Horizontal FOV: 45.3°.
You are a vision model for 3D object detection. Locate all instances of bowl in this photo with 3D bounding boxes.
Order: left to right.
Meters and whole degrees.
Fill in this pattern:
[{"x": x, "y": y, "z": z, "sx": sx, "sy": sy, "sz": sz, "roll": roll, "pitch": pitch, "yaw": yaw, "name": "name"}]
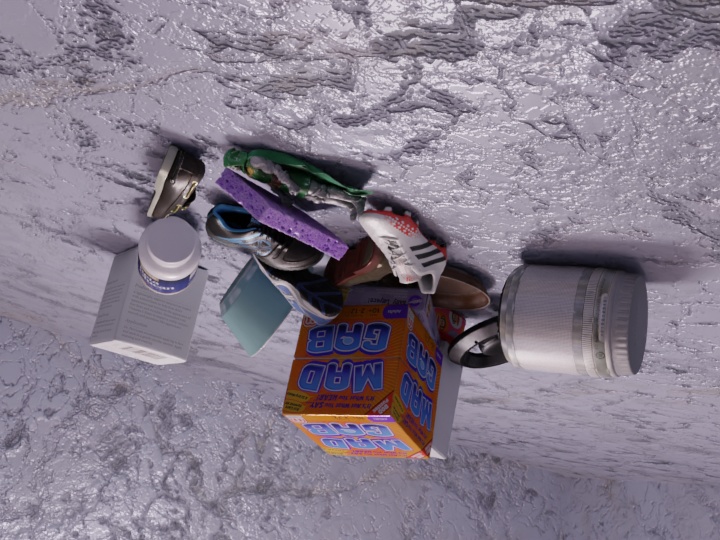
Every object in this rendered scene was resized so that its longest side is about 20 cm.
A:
[{"x": -0.184, "y": 0.046, "z": 1.579, "sx": 0.105, "sy": 0.202, "sz": 0.201, "roll": 35, "pitch": 159, "yaw": -10, "name": "bowl"}]

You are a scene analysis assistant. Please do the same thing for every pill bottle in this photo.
[{"x": -0.340, "y": -0.029, "z": 1.537, "sx": 0.110, "sy": 0.112, "sz": 0.200, "roll": 16, "pitch": 163, "yaw": -10, "name": "pill bottle"}]

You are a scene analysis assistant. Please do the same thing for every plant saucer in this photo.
[{"x": 0.129, "y": 0.024, "z": 1.497, "sx": 0.198, "sy": 0.032, "sz": 0.200, "roll": 12, "pitch": 163, "yaw": 4, "name": "plant saucer"}]

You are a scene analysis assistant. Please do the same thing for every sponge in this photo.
[{"x": -0.108, "y": -0.077, "z": 1.231, "sx": 0.111, "sy": 0.030, "sz": 0.200, "roll": 39, "pitch": -174, "yaw": 35, "name": "sponge"}]

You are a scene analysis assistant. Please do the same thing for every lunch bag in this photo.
[{"x": 0.093, "y": 0.106, "z": 1.724, "sx": 0.199, "sy": 0.083, "sz": 0.176, "roll": -8, "pitch": 151, "yaw": 44, "name": "lunch bag"}]

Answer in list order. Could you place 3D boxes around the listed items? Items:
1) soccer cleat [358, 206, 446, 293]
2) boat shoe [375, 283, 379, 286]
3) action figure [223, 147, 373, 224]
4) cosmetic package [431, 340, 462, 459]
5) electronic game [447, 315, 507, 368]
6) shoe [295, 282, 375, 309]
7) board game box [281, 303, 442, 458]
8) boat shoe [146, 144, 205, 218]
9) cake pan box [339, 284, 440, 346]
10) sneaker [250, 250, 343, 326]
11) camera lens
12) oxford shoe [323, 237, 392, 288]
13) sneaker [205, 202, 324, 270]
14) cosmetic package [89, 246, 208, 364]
[{"x": 0.064, "y": -0.029, "z": 1.275, "sx": 0.068, "sy": 0.086, "sz": 0.200, "roll": 0, "pitch": 160, "yaw": 37, "name": "soccer cleat"}, {"x": 0.008, "y": 0.059, "z": 1.652, "sx": 0.063, "sy": 0.071, "sz": 0.199, "roll": 23, "pitch": 153, "yaw": -34, "name": "boat shoe"}, {"x": -0.089, "y": -0.119, "z": 1.162, "sx": 0.198, "sy": 0.055, "sz": 0.118, "roll": 20, "pitch": 165, "yaw": -10, "name": "action figure"}, {"x": 0.077, "y": 0.243, "z": 1.680, "sx": 0.198, "sy": 0.201, "sz": 0.123, "roll": 2, "pitch": 156, "yaw": 25, "name": "cosmetic package"}, {"x": 0.258, "y": 0.130, "z": 1.613, "sx": 0.198, "sy": 0.042, "sz": 0.201, "roll": -13, "pitch": 152, "yaw": -7, "name": "electronic game"}, {"x": -0.059, "y": 0.036, "z": 1.630, "sx": 0.199, "sy": 0.070, "sz": 0.053, "roll": -11, "pitch": 133, "yaw": 38, "name": "shoe"}, {"x": 0.011, "y": 0.195, "z": 1.504, "sx": 0.198, "sy": 0.202, "sz": 0.200, "roll": -3, "pitch": 148, "yaw": 24, "name": "board game box"}, {"x": -0.270, "y": -0.116, "z": 1.264, "sx": 0.060, "sy": 0.072, "sz": 0.201, "roll": 20, "pitch": 160, "yaw": -12, "name": "boat shoe"}, {"x": 0.045, "y": 0.095, "z": 1.572, "sx": 0.182, "sy": 0.053, "sz": 0.201, "roll": 6, "pitch": 151, "yaw": 14, "name": "cake pan box"}, {"x": -0.117, "y": 0.019, "z": 1.458, "sx": 0.200, "sy": 0.076, "sz": 0.077, "roll": 46, "pitch": 149, "yaw": 12, "name": "sneaker"}, {"x": 0.314, "y": 0.074, "z": 1.290, "sx": 0.198, "sy": 0.162, "sz": 0.160, "roll": 3, "pitch": 161, "yaw": 30, "name": "camera lens"}, {"x": 0.000, "y": 0.000, "z": 1.450, "sx": 0.073, "sy": 0.072, "sz": 0.199, "roll": 18, "pitch": 163, "yaw": -26, "name": "oxford shoe"}, {"x": -0.151, "y": -0.054, "z": 1.378, "sx": 0.198, "sy": 0.074, "sz": 0.082, "roll": 14, "pitch": 162, "yaw": -7, "name": "sneaker"}, {"x": -0.443, "y": 0.078, "z": 1.809, "sx": 0.164, "sy": 0.202, "sz": 0.164, "roll": 22, "pitch": 161, "yaw": -30, "name": "cosmetic package"}]
